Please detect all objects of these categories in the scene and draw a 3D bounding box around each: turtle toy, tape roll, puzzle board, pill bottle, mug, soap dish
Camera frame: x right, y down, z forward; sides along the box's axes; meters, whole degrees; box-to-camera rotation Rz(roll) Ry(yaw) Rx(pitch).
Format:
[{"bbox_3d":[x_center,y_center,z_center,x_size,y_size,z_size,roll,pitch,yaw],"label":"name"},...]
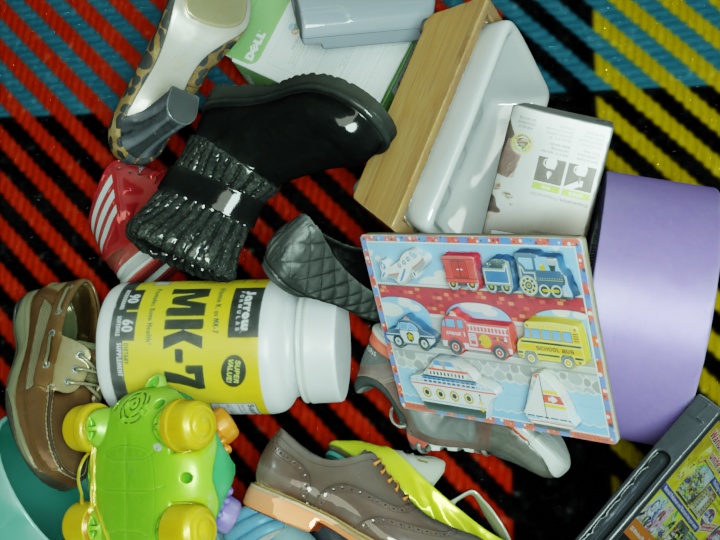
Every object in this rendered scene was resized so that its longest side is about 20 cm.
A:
[{"bbox_3d":[-0.151,0.181,0.790,0.145,0.101,0.201,-6,83,34],"label":"turtle toy"},{"bbox_3d":[0.211,0.029,0.777,0.084,0.200,0.201,9,80,10],"label":"tape roll"},{"bbox_3d":[0.087,0.046,0.738,0.199,0.017,0.152,3,113,45],"label":"puzzle board"},{"bbox_3d":[-0.112,0.065,0.863,0.199,0.114,0.115,-2,79,8],"label":"pill bottle"},{"bbox_3d":[-0.285,0.227,0.836,0.114,0.152,0.186,-34,76,3],"label":"mug"},{"bbox_3d":[0.078,-0.105,0.853,0.081,0.157,0.201,19,82,28],"label":"soap dish"}]

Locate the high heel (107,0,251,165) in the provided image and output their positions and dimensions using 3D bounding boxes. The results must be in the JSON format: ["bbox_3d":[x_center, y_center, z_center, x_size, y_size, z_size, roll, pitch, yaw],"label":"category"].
[{"bbox_3d":[-0.167,-0.192,0.902,0.071,0.142,0.201,29,63,-28],"label":"high heel"}]

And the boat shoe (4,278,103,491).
[{"bbox_3d":[-0.253,0.086,0.867,0.074,0.076,0.201,-27,53,13],"label":"boat shoe"}]

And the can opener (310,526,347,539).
[{"bbox_3d":[-0.001,0.253,0.834,0.078,0.063,0.201,-31,77,2],"label":"can opener"}]

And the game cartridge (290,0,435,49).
[{"bbox_3d":[-0.004,-0.282,0.910,0.132,0.042,0.201,-10,56,-6],"label":"game cartridge"}]

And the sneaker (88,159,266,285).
[{"bbox_3d":[-0.165,-0.080,0.918,0.200,0.078,0.116,-38,77,-1],"label":"sneaker"}]

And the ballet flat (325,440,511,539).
[{"bbox_3d":[0.062,0.197,0.843,0.200,0.067,0.067,41,66,11],"label":"ballet flat"}]

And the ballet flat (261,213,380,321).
[{"bbox_3d":[0.000,0.000,0.819,0.057,0.200,0.067,-45,61,21],"label":"ballet flat"}]

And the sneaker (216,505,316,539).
[{"bbox_3d":[-0.092,0.278,0.845,0.201,0.079,0.131,-58,43,18],"label":"sneaker"}]

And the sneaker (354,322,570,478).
[{"bbox_3d":[0.081,0.124,0.853,0.199,0.077,0.082,33,102,20],"label":"sneaker"}]

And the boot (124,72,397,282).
[{"bbox_3d":[-0.080,-0.067,0.797,0.210,0.079,0.158,4,59,44],"label":"boot"}]

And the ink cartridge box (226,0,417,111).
[{"bbox_3d":[-0.050,-0.209,0.934,0.199,0.059,0.104,26,84,13],"label":"ink cartridge box"}]

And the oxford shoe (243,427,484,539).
[{"bbox_3d":[0.013,0.180,0.779,0.199,0.071,0.073,19,79,2],"label":"oxford shoe"}]

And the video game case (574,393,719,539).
[{"bbox_3d":[0.220,0.200,0.748,0.181,0.200,0.025,-48,49,-3],"label":"video game case"}]

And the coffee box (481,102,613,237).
[{"bbox_3d":[0.140,-0.027,0.811,0.079,0.113,0.201,14,103,11],"label":"coffee box"}]
